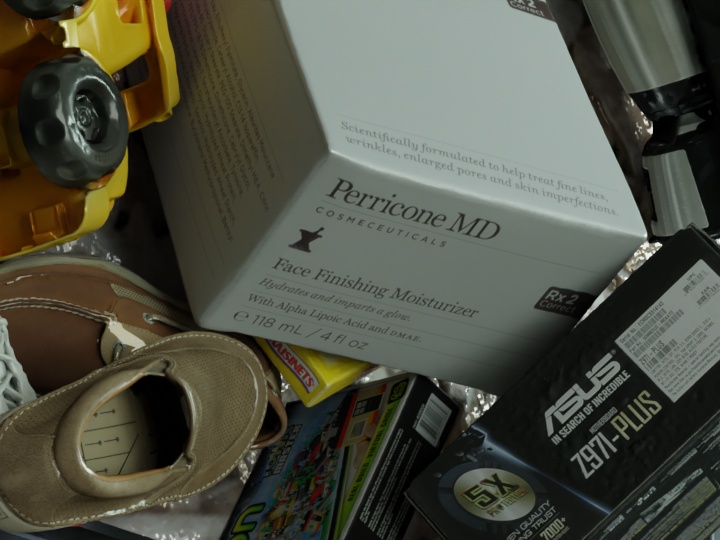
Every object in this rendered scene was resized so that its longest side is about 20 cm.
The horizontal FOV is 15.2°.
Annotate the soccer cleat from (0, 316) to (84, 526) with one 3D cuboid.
[{"bbox_3d":[-0.187,0.035,1.234,0.200,0.085,0.069,44,14,1],"label":"soccer cleat"}]

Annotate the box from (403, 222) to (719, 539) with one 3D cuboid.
[{"bbox_3d":[0.139,0.092,1.380,0.086,0.200,0.164,47,2,24],"label":"box"}]

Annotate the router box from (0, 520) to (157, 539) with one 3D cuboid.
[{"bbox_3d":[-0.169,0.189,1.269,0.200,0.052,0.158,23,65,-36],"label":"router box"}]

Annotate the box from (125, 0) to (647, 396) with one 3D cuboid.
[{"bbox_3d":[0.009,-0.063,1.377,0.199,0.131,0.200,14,39,-31],"label":"box"}]

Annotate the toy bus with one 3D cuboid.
[{"bbox_3d":[-0.153,-0.110,1.324,0.192,0.135,0.201,-12,90,-59],"label":"toy bus"}]

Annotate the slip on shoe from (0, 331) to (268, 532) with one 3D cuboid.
[{"bbox_3d":[-0.095,0.070,1.238,0.200,0.060,0.076,-13,85,-55],"label":"slip on shoe"}]

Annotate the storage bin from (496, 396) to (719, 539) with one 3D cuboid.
[{"bbox_3d":[0.145,0.151,1.526,0.134,0.145,0.201,40,50,-62],"label":"storage bin"}]

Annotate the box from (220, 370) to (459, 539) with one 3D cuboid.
[{"bbox_3d":[-0.030,0.147,1.369,0.035,0.110,0.200,43,53,-26],"label":"box"}]

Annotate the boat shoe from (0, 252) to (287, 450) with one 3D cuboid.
[{"bbox_3d":[-0.113,0.045,1.327,0.200,0.076,0.072,12,27,-39],"label":"boat shoe"}]

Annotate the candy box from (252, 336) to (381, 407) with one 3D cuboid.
[{"bbox_3d":[0.000,0.000,1.445,0.102,0.026,0.200,54,35,7],"label":"candy box"}]

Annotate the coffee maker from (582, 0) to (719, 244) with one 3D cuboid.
[{"bbox_3d":[0.239,-0.131,1.632,0.135,0.192,0.200,-31,102,-59],"label":"coffee maker"}]
